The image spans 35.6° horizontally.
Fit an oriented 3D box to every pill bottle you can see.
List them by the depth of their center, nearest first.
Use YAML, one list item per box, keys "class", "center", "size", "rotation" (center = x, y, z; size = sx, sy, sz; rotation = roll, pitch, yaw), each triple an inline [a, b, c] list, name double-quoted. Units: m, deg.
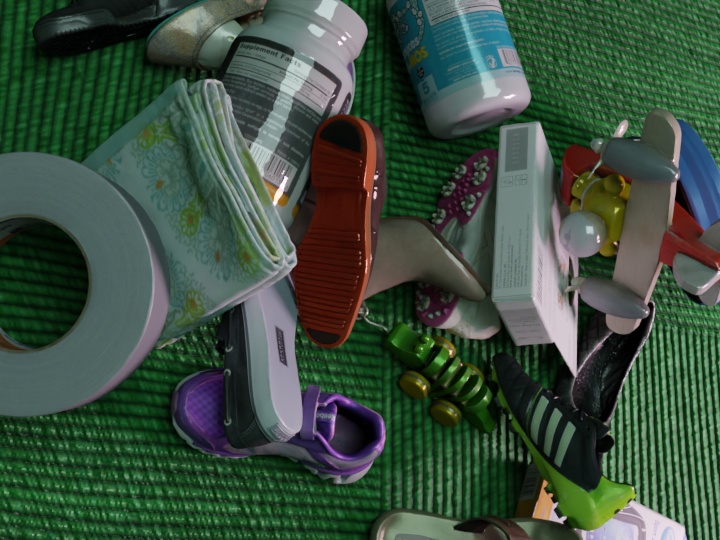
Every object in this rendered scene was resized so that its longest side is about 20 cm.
- class: "pill bottle"
  center: [-0.076, -0.143, 0.990]
  size: [0.116, 0.116, 0.200]
  rotation: [27, 79, -17]
- class: "pill bottle"
  center: [0.093, -0.244, 1.147]
  size: [0.111, 0.111, 0.200]
  rotation: [-13, 81, -29]

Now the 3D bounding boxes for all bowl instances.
- class: "bowl"
  center: [0.343, -0.058, 1.177]
  size: [0.039, 0.201, 0.201]
  rotation: [-18, 83, 1]

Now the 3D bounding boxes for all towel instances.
- class: "towel"
  center: [-0.149, -0.043, 0.916]
  size: [0.048, 0.200, 0.171]
  rotation: [-18, 82, -46]

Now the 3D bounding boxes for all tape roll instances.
- class: "tape roll"
  center: [-0.252, 0.012, 0.871]
  size: [0.200, 0.066, 0.201]
  rotation: [0, 87, 3]

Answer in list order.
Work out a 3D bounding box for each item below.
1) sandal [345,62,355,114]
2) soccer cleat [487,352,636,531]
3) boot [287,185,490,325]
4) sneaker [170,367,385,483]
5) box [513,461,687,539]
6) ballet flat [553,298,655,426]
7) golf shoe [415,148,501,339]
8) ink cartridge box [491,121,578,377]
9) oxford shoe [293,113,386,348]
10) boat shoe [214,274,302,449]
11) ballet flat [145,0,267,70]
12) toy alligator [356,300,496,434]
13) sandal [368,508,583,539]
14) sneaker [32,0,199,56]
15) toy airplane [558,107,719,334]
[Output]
- class: "sandal"
  center: [-0.054, -0.148, 1.078]
  size: [0.082, 0.050, 0.203]
  rotation: [32, 65, -15]
- class: "soccer cleat"
  center: [0.188, 0.151, 1.061]
  size: [0.081, 0.068, 0.200]
  rotation: [-31, 53, 5]
- class: "boot"
  center: [0.000, 0.000, 1.033]
  size: [0.200, 0.070, 0.146]
  rotation: [43, 79, 13]
- class: "sneaker"
  center: [-0.062, 0.129, 0.970]
  size: [0.200, 0.088, 0.081]
  rotation: [17, 69, -20]
- class: "box"
  center: [0.239, 0.280, 1.105]
  size: [0.200, 0.041, 0.119]
  rotation: [29, 64, -18]
- class: "ballet flat"
  center: [0.246, 0.105, 1.149]
  size: [0.066, 0.057, 0.200]
  rotation: [33, 63, -13]
- class: "golf shoe"
  center: [0.117, -0.024, 1.124]
  size: [0.091, 0.075, 0.200]
  rotation: [29, 68, -31]
- class: "ink cartridge box"
  center: [0.177, -0.016, 1.119]
  size: [0.176, 0.045, 0.200]
  rotation: [54, 37, -52]
- class: "oxford shoe"
  center: [-0.007, -0.032, 0.973]
  size: [0.073, 0.071, 0.200]
  rotation: [-5, 106, -63]
- class: "boat shoe"
  center: [-0.092, 0.060, 0.943]
  size: [0.070, 0.066, 0.200]
  rotation: [42, 30, -50]
- class: "ballet flat"
  center: [-0.106, -0.228, 1.061]
  size: [0.200, 0.068, 0.067]
  rotation: [-31, 68, -29]
- class: "toy alligator"
  center: [0.064, 0.085, 1.065]
  size: [0.200, 0.054, 0.059]
  rotation: [43, 61, -9]
- class: "sandal"
  center: [0.108, 0.255, 1.011]
  size: [0.201, 0.057, 0.080]
  rotation: [6, 65, -8]
- class: "sneaker"
  center: [-0.222, -0.267, 1.027]
  size: [0.200, 0.060, 0.104]
  rotation: [-22, 87, -35]
- class: "toy airplane"
  center: [0.258, -0.038, 1.063]
  size: [0.141, 0.199, 0.200]
  rotation: [-16, 89, -19]
